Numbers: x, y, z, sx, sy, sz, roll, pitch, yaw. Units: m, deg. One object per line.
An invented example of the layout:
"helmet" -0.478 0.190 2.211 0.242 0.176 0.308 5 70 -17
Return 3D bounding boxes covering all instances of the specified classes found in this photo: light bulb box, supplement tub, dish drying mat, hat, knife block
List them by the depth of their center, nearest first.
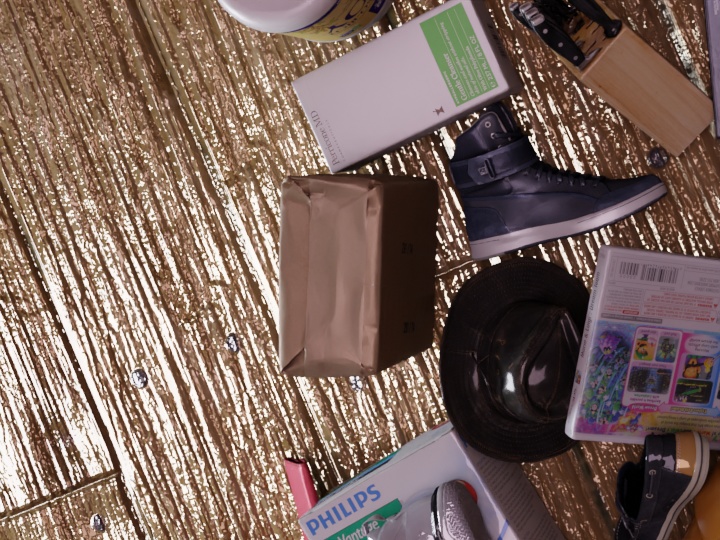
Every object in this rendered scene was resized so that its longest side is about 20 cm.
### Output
"knife block" 0.230 -0.191 1.154 0.200 0.176 0.064 45 108 9
"hat" 0.169 0.084 1.202 0.201 0.081 0.201 2 84 -17
"supplement tub" -0.049 -0.296 1.223 0.145 0.200 0.145 2 97 19
"light bulb box" 0.081 0.275 1.282 0.198 0.125 0.200 -34 86 19
"dish drying mat" -0.043 0.299 1.360 0.018 0.077 0.200 -14 91 -17

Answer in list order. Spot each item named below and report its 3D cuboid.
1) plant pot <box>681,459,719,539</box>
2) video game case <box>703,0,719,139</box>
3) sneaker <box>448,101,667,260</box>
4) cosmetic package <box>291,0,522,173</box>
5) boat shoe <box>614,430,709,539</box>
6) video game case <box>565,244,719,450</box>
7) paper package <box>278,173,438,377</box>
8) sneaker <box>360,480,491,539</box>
"plant pot" 0.368 0.289 1.164 0.200 0.200 0.183 38 122 11
"video game case" 0.421 -0.203 1.156 0.200 0.019 0.143 -5 89 14
"sneaker" 0.184 -0.102 1.231 0.202 0.077 0.146 -15 94 21
"cosmetic package" 0.047 -0.184 1.265 0.200 0.085 0.108 -25 90 18
"boat shoe" 0.270 0.211 1.198 0.062 0.075 0.200 9 143 -2
"video game case" 0.300 0.076 1.186 0.200 0.024 0.182 6 100 -17
"paper package" 0.000 0.000 1.239 0.103 0.200 0.191 4 97 18
"sneaker" 0.076 0.305 1.184 0.115 0.075 0.200 -21 84 19
